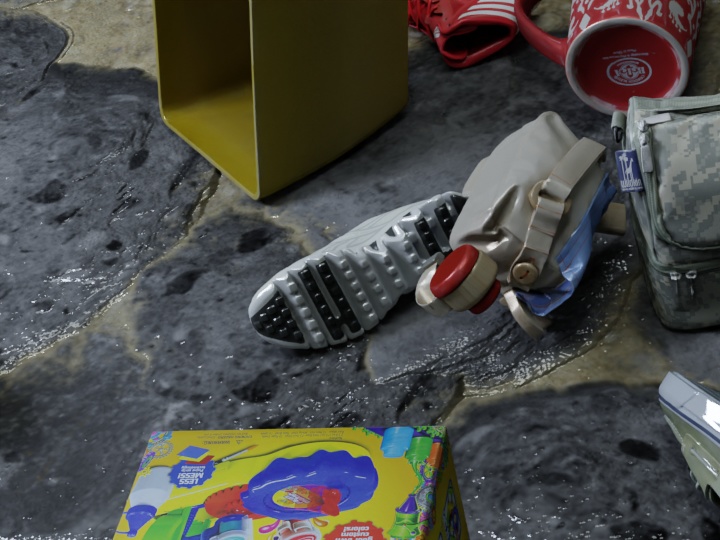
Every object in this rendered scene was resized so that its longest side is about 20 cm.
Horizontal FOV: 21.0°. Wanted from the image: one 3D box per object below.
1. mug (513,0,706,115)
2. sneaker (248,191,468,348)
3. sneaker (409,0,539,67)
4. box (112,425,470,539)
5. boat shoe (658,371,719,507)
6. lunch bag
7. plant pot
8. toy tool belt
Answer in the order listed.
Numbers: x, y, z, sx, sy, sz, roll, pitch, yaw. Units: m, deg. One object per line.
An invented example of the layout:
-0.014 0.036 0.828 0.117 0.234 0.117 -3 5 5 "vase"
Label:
0.234 -0.226 1.750 0.177 0.133 0.200 -36 25 36 "mug"
0.000 0.000 1.540 0.200 0.075 0.081 -26 17 -15 "sneaker"
0.063 -0.252 1.854 0.200 0.078 0.116 2 36 22 "sneaker"
-0.046 0.205 1.213 0.200 0.122 0.193 -3 37 13 "box"
0.245 0.125 1.283 0.072 0.062 0.200 25 9 -24 "boat shoe"
0.292 -0.065 1.445 0.200 0.168 0.139 -9 35 6 "lunch bag"
-0.064 -0.208 1.746 0.176 0.200 0.200 -17 34 -25 "plant pot"
0.136 -0.017 1.468 0.125 0.123 0.200 -36 19 45 "toy tool belt"
